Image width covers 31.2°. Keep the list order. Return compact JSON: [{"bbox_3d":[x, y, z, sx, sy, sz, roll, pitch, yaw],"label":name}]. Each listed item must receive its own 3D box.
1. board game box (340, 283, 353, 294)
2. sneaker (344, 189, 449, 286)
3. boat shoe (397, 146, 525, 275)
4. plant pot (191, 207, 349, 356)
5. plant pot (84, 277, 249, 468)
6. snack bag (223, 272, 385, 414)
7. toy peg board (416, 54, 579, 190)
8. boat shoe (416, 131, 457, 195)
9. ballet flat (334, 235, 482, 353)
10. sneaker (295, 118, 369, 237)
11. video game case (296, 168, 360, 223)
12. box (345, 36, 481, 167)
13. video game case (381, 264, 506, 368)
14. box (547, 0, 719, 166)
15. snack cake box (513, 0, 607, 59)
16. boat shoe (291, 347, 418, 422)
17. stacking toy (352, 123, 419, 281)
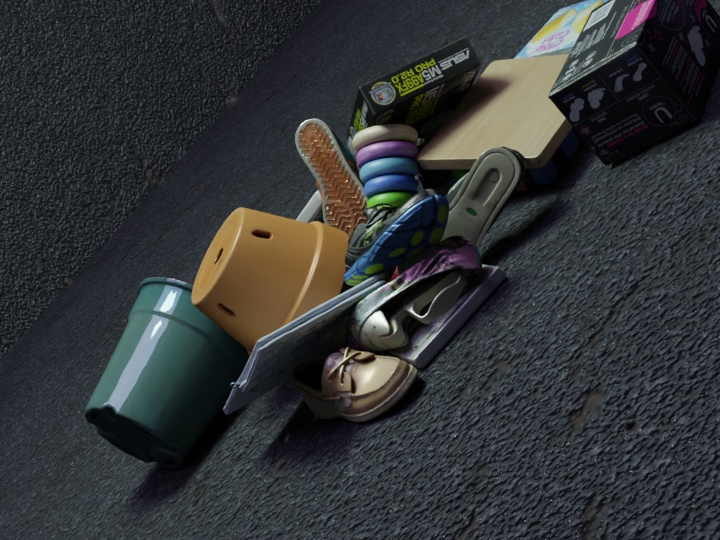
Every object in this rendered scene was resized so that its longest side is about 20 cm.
[{"bbox_3d":[0.000,0.000,1.751,0.135,0.028,0.200,-42,16,2],"label":"board game box"},{"bbox_3d":[0.031,-0.046,1.462,0.200,0.071,0.083,-40,52,56],"label":"sneaker"},{"bbox_3d":[0.120,-0.060,1.496,0.200,0.072,0.068,-51,-3,19],"label":"boat shoe"},{"bbox_3d":[-0.122,0.010,1.632,0.200,0.140,0.200,-53,20,28],"label":"plant pot"},{"bbox_3d":[-0.260,0.147,1.736,0.200,0.200,0.196,-17,39,55],"label":"plant pot"},{"bbox_3d":[-0.069,0.092,1.494,0.188,0.021,0.200,-29,-16,-33],"label":"snack bag"},{"bbox_3d":[0.213,-0.171,1.619,0.199,0.098,0.200,4,48,47],"label":"toy peg board"},{"bbox_3d":[0.095,-0.164,1.825,0.071,0.091,0.200,-39,18,14],"label":"boat shoe"},{"bbox_3d":[0.053,0.042,1.428,0.200,0.069,0.071,-39,37,12],"label":"ballet flat"},{"bbox_3d":[-0.022,-0.111,1.754,0.071,0.200,0.080,-24,-9,14],"label":"sneaker"},{"bbox_3d":[-0.048,-0.090,1.914,0.182,0.023,0.200,-38,-9,-43],"label":"video game case"},{"bbox_3d":[0.066,-0.219,1.706,0.160,0.044,0.200,-26,-11,-13],"label":"box"},{"bbox_3d":[0.075,0.044,1.496,0.143,0.018,0.200,-47,18,-11],"label":"video game case"},{"bbox_3d":[0.318,-0.235,1.460,0.132,0.115,0.200,-29,21,42],"label":"box"},{"bbox_3d":[0.305,-0.308,1.743,0.115,0.067,0.200,-47,17,-15],"label":"snack cake box"},{"bbox_3d":[-0.015,0.121,1.425,0.200,0.069,0.074,-19,30,55],"label":"boat shoe"},{"bbox_3d":[0.043,-0.080,1.629,0.085,0.201,0.085,-7,-12,-1],"label":"stacking toy"}]
